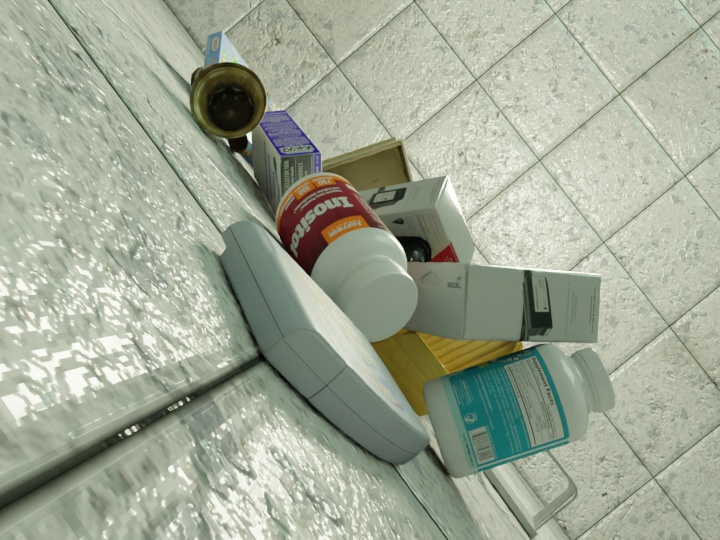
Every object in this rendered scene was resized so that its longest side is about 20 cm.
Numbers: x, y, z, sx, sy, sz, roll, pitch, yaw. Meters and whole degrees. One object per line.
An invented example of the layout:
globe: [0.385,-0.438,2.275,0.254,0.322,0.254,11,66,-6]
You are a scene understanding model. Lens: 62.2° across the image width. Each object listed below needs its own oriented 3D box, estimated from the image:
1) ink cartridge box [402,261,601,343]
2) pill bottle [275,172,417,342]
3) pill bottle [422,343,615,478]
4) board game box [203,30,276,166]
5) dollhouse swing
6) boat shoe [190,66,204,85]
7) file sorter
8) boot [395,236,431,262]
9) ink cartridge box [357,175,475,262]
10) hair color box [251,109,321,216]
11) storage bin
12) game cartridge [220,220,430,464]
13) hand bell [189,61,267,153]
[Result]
ink cartridge box: [0.163,0.038,0.720,0.196,0.086,0.144,5,-2,-25]
pill bottle: [-0.017,-0.018,0.670,0.113,0.112,0.201,50,3,-43]
pill bottle: [0.176,0.151,0.672,0.111,0.196,0.113,-18,90,-87]
board game box: [-0.212,-0.294,1.067,0.200,0.036,0.154,47,37,-58]
dollhouse swing: [0.096,0.070,0.845,0.183,0.175,0.200,51,3,-20]
boat shoe: [-0.264,-0.320,1.125,0.073,0.076,0.202,12,-5,22]
file sorter: [0.332,0.405,1.157,0.140,0.124,0.200,52,2,21]
boot: [0.000,0.001,0.845,0.162,0.194,0.075,-39,123,-60]
ink cartridge box: [0.063,-0.055,0.951,0.147,0.197,0.084,60,39,-33]
hair color box: [-0.113,-0.155,0.887,0.201,0.063,0.111,-122,-151,-53]
storage bin: [0.009,-0.120,1.116,0.094,0.195,0.204,-98,170,-72]
game cartridge: [-0.017,0.062,0.427,0.133,0.041,0.200,49,-1,44]
hand bell: [-0.186,-0.212,0.889,0.105,0.104,0.200,52,-10,3]
